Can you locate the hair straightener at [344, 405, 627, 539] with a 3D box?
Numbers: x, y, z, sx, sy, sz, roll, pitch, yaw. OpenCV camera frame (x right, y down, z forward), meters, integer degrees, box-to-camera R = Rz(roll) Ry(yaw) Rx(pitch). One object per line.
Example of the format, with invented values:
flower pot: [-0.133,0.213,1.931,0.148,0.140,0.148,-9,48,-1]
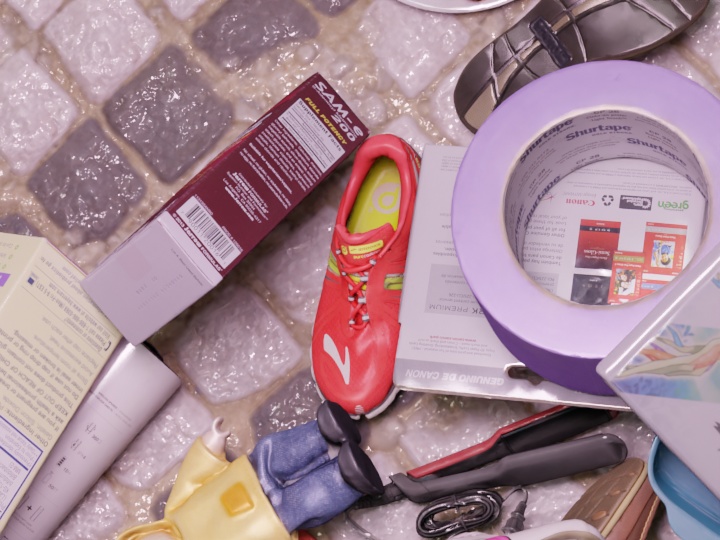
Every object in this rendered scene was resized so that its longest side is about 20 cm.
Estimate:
hair straightener: [0.084,0.145,1.707,0.199,0.041,0.077,-18,52,9]

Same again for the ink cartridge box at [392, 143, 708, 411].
ink cartridge box: [0.132,0.016,1.719,0.198,0.084,0.177,5,72,14]

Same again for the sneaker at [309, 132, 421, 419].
sneaker: [0.000,0.000,1.756,0.076,0.085,0.202,4,75,15]

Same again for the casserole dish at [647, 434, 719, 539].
casserole dish: [0.259,0.086,1.600,0.121,0.039,0.201,34,93,-12]

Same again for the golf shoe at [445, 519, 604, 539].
golf shoe: [0.076,0.196,1.643,0.199,0.073,0.093,-30,34,34]

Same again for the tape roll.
tape roll: [0.162,-0.027,1.636,0.198,0.085,0.202,-4,71,11]

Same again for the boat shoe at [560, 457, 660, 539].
boat shoe: [0.147,0.218,1.676,0.067,0.072,0.201,35,73,-14]

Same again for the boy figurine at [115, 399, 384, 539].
boy figurine: [-0.087,0.160,1.724,0.199,0.064,0.125,-28,68,10]

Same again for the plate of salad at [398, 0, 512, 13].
plate of salad: [0.073,-0.283,1.842,0.198,0.048,0.202,-4,74,13]

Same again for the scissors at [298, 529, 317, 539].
scissors: [-0.023,0.195,1.742,0.199,0.014,0.074,16,77,18]

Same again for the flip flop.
flip flop: [0.155,-0.159,1.788,0.200,0.057,0.081,-37,74,17]

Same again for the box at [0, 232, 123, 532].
box: [-0.281,0.078,1.734,0.175,0.097,0.201,7,60,50]

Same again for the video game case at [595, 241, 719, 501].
video game case: [0.274,0.053,1.565,0.200,0.022,0.182,-45,105,1]

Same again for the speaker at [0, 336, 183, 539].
speaker: [-0.215,0.124,1.772,0.081,0.081,0.200,39,86,20]

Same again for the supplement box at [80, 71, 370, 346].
supplement box: [-0.089,-0.043,1.722,0.061,0.109,0.200,49,46,-5]
